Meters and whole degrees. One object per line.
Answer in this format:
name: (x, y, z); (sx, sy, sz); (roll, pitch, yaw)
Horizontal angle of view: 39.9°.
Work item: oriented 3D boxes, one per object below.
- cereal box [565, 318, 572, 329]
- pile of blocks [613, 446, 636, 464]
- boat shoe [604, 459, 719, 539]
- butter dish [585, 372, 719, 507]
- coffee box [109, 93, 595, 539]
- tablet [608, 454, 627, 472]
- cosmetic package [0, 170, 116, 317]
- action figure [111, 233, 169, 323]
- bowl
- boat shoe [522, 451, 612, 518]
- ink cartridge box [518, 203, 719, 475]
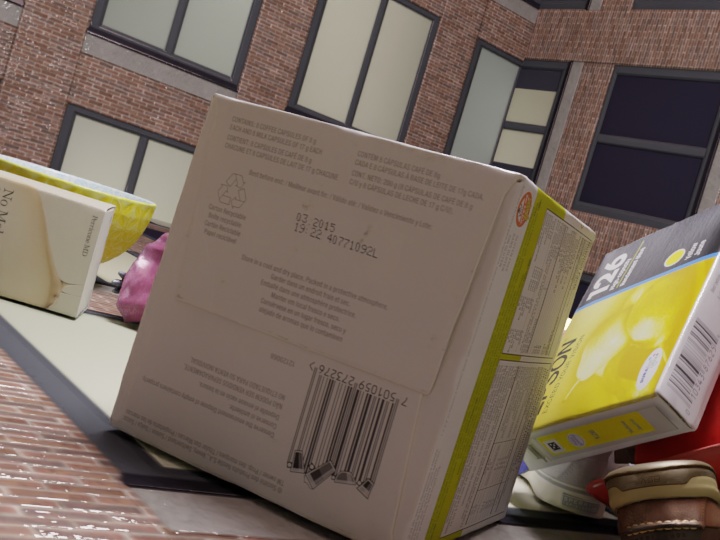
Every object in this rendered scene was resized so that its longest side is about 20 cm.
cereal box: (0.263, 0.131, 1.133); (0.141, 0.040, 0.201); (19, -28, 15)
pile of blocks: (0.263, 0.108, 0.812); (0.081, 0.064, 0.198); (-1, 2, 41)
boat shoe: (0.187, 0.166, 0.565); (0.071, 0.069, 0.200); (-14, -30, 24)
butter dish: (0.277, 0.103, 0.663); (0.198, 0.150, 0.198); (30, -38, -33)
coffee box: (0.006, 0.031, 0.611); (0.197, 0.204, 0.197); (19, 2, 25)
tablet: (0.177, 0.130, 0.893); (0.128, 0.014, 0.201); (17, -25, 25)
cosmetic package: (-0.332, -0.038, 0.892); (0.196, 0.106, 0.073); (16, 3, -8)
action figure: (-0.133, 0.039, 0.941); (0.197, 0.136, 0.149); (18, -21, 25)
bowl: (-0.337, -0.052, 1.109); (0.196, 0.110, 0.200); (18, 2, -1)
boat shoe: (0.161, 0.143, 0.822); (0.071, 0.070, 0.200); (17, 2, 2)
ink cartridge box: (0.183, 0.049, 0.711); (0.047, 0.199, 0.199); (44, -36, -12)
